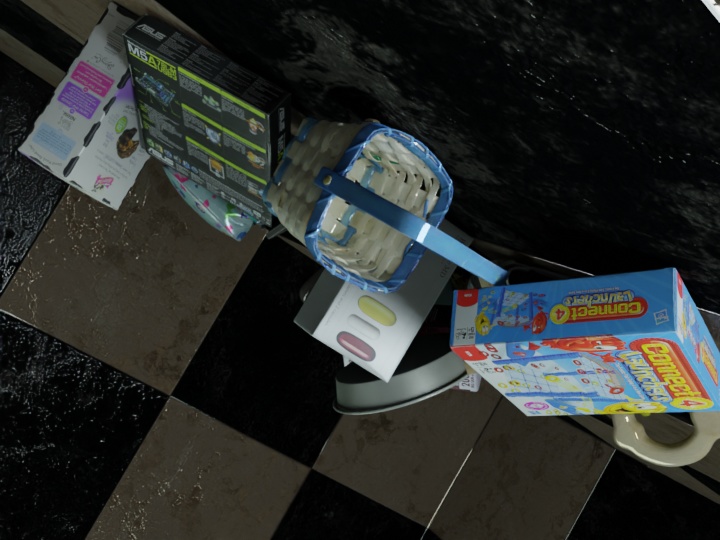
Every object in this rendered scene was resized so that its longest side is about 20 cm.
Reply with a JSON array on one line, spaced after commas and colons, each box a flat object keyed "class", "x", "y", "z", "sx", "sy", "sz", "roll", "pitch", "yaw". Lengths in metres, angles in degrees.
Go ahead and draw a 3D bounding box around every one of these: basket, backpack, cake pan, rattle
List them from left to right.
[{"class": "backpack", "x": -0.176, "y": -0.137, "z": 1.232, "sx": 0.178, "sy": 0.150, "sz": 0.200, "roll": 46, "pitch": -179, "yaw": -15}, {"class": "basket", "x": 0.022, "y": -0.050, "z": 0.799, "sx": 0.199, "sy": 0.140, "sz": 0.176, "roll": 35, "pitch": -176, "yaw": 34}, {"class": "cake pan", "x": 0.053, "y": 0.128, "z": 1.164, "sx": 0.200, "sy": 0.198, "sz": 0.037, "roll": -166, "pitch": 57, "yaw": -76}, {"class": "rattle", "x": 0.410, "y": 0.170, "z": 1.085, "sx": 0.198, "sy": 0.132, "sz": 0.142, "roll": -2, "pitch": 170, "yaw": 29}]

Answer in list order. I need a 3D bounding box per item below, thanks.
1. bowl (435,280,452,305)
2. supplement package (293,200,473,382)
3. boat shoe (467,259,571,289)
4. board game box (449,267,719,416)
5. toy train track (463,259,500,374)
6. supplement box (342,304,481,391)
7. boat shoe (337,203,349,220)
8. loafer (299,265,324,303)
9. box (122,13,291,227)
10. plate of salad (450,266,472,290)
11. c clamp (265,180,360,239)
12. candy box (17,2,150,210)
[{"class": "bowl", "x": 0.034, "y": 0.020, "z": 1.389, "sx": 0.200, "sy": 0.201, "sz": 0.106, "roll": 28, "pitch": 156, "yaw": 37}, {"class": "supplement package", "x": 0.024, "y": 0.013, "z": 1.116, "sx": 0.110, "sy": 0.202, "sz": 0.156, "roll": 32, "pitch": 177, "yaw": -13}, {"class": "boat shoe", "x": 0.183, "y": 0.022, "z": 1.021, "sx": 0.069, "sy": 0.072, "sz": 0.200, "roll": 51, "pitch": 169, "yaw": -31}, {"class": "board game box", "x": 0.209, "y": 0.074, "z": 0.820, "sx": 0.194, "sy": 0.057, "sz": 0.200, "roll": -7, "pitch": 151, "yaw": 31}, {"class": "toy train track", "x": 0.159, "y": 0.058, "z": 0.985, "sx": 0.113, "sy": 0.033, "sz": 0.201, "roll": -12, "pitch": 132, "yaw": 14}, {"class": "supplement box", "x": 0.073, "y": 0.106, "z": 1.296, "sx": 0.197, "sy": 0.110, "sz": 0.061, "roll": 3, "pitch": -149, "yaw": 16}, {"class": "boat shoe", "x": -0.024, "y": -0.088, "z": 1.257, "sx": 0.068, "sy": 0.072, "sz": 0.200, "roll": 34, "pitch": 168, "yaw": 27}, {"class": "loafer", "x": 0.000, "y": 0.000, "z": 1.254, "sx": 0.073, "sy": 0.200, "sz": 0.071, "roll": 6, "pitch": -136, "yaw": -49}, {"class": "box", "x": -0.168, "y": -0.163, "z": 1.017, "sx": 0.199, "sy": 0.048, "sz": 0.194, "roll": 30, "pitch": 147, "yaw": 16}, {"class": "plate of salad", "x": 0.174, "y": 0.029, "z": 1.271, "sx": 0.199, "sy": 0.048, "sz": 0.200, "roll": 32, "pitch": 176, "yaw": 2}, {"class": "c clamp", "x": -0.032, "y": -0.085, "z": 1.056, "sx": 0.027, "sy": 0.169, "sz": 0.200, "roll": 63, "pitch": 161, "yaw": -3}, {"class": "candy box", "x": -0.298, "y": -0.190, "z": 1.090, "sx": 0.071, "sy": 0.202, "sz": 0.168, "roll": 30, "pitch": 175, "yaw": 9}]
